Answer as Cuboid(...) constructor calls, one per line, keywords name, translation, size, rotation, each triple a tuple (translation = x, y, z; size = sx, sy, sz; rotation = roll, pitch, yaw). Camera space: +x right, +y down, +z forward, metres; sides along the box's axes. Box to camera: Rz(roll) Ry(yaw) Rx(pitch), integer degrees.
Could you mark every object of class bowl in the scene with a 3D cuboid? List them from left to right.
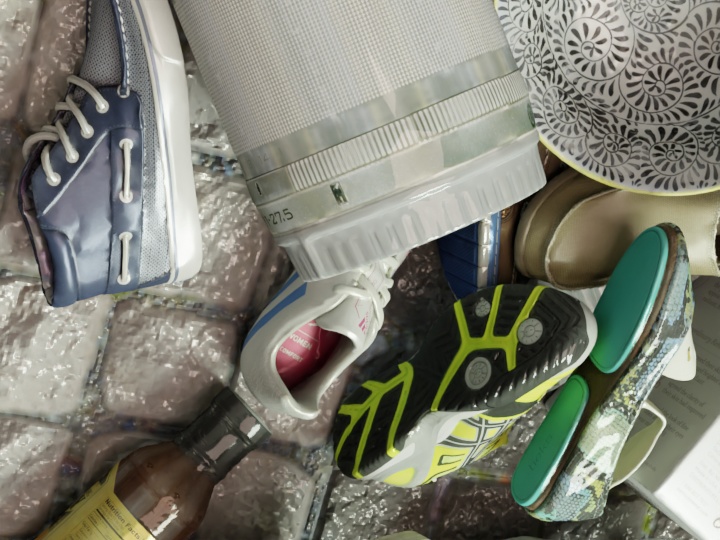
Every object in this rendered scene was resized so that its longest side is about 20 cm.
Cuboid(name="bowl", translation=(0.180, -0.151, 1.000), size=(0.200, 0.094, 0.201), rotation=(4, 108, 12))

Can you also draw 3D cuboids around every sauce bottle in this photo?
Cuboid(name="sauce bottle", translation=(-0.138, 0.151, 1.037), size=(0.200, 0.065, 0.065), rotation=(-42, 117, -6))

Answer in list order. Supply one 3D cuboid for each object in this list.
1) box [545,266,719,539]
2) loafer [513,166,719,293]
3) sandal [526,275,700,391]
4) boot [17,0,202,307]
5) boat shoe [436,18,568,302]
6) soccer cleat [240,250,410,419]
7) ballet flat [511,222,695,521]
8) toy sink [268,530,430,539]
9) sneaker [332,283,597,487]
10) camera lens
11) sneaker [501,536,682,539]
Cuboid(name="box", translation=(0.246, 0.068, 1.116), size=(0.200, 0.152, 0.106), rotation=(-48, 117, -1))
Cuboid(name="loafer", translation=(0.187, -0.032, 1.051), size=(0.199, 0.067, 0.076), rotation=(-16, 122, -20))
Cuboid(name="sandal", translation=(0.156, -0.004, 1.116), size=(0.202, 0.050, 0.083), rotation=(-38, 101, -12))
Cuboid(name="boot", translation=(-0.145, -0.076, 0.953), size=(0.090, 0.073, 0.201), rotation=(-16, 113, -23))
Cuboid(name="boat shoe", translation=(0.090, -0.069, 1.053), size=(0.072, 0.072, 0.201), rotation=(-7, 109, -21))
Cuboid(name="soccer cleat", translation=(0.000, 0.000, 1.030), size=(0.070, 0.086, 0.200), rotation=(27, 95, -27))
Cuboid(name="ballet flat", translation=(0.158, 0.064, 1.025), size=(0.074, 0.074, 0.200), rotation=(14, 116, -25))
Cuboid(name="toy sink", translation=(-0.060, 0.234, 1.046), size=(0.130, 0.112, 0.201), rotation=(-4, 115, -55))
Cuboid(name="sneaker", translation=(0.071, 0.071, 1.061), size=(0.076, 0.076, 0.200), rotation=(21, 139, -38))
Cuboid(name="camera lens", translation=(-0.003, -0.113, 0.928), size=(0.160, 0.160, 0.200), rotation=(-24, 95, -14))
Cuboid(name="sneaker", translation=(0.148, 0.199, 1.141), size=(0.199, 0.100, 0.075), rotation=(1, 102, -9))
